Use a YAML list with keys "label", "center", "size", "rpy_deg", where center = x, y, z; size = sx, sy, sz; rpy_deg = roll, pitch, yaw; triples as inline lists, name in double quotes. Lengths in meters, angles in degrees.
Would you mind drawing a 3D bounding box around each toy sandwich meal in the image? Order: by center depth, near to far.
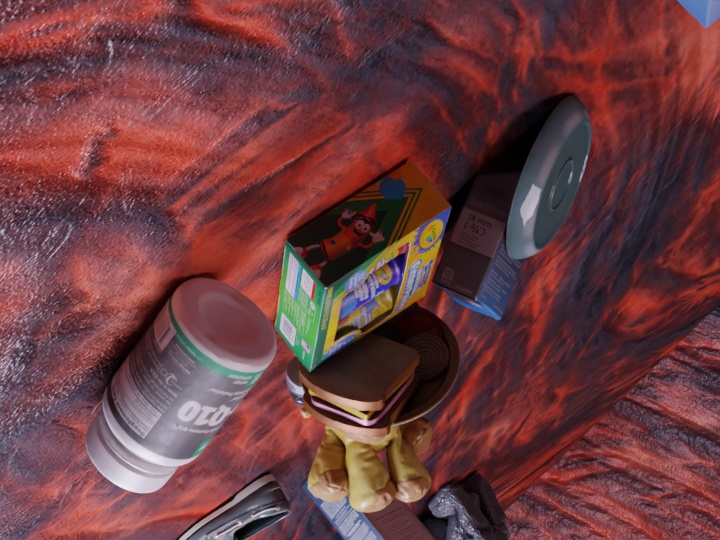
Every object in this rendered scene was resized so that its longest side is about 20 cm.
- label: "toy sandwich meal"
  center: [0.014, 0.095, 1.741]
  size: [0.204, 0.205, 0.071]
  rpy_deg: [-33, 140, -21]

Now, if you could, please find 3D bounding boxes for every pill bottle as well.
- label: "pill bottle"
  center: [-0.176, 0.113, 1.492]
  size: [0.113, 0.113, 0.200]
  rpy_deg: [-12, 146, -55]

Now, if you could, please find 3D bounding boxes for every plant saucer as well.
- label: "plant saucer"
  center: [0.223, -0.103, 1.803]
  size: [0.201, 0.027, 0.201]
  rpy_deg: [-54, 156, -36]

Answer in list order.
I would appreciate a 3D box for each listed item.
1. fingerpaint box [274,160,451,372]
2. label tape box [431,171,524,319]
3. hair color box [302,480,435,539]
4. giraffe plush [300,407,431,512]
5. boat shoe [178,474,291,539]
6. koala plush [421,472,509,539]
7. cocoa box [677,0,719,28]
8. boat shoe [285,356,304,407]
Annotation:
- label: "fingerpaint box"
  center: [0.000, 0.000, 1.645]
  size: [0.166, 0.073, 0.201]
  rpy_deg: [-33, 160, -22]
- label: "label tape box"
  center: [0.164, -0.055, 1.832]
  size: [0.202, 0.063, 0.144]
  rpy_deg: [-66, 161, -4]
- label: "hair color box"
  center: [0.017, 0.362, 2.286]
  size: [0.100, 0.200, 0.061]
  rpy_deg: [-13, 147, -53]
- label: "giraffe plush"
  center: [0.012, 0.177, 1.921]
  size: [0.171, 0.201, 0.163]
  rpy_deg: [-10, 148, -12]
- label: "boat shoe"
  center: [-0.181, 0.358, 2.105]
  size: [0.199, 0.062, 0.073]
  rpy_deg: [-37, 161, -12]
- label: "koala plush"
  center: [0.178, 0.531, 3.059]
  size: [0.199, 0.185, 0.177]
  rpy_deg: [-36, 164, 26]
- label: "cocoa box"
  center: [0.326, -0.343, 1.430]
  size: [0.133, 0.131, 0.200]
  rpy_deg: [-40, 161, -2]
- label: "boat shoe"
  center: [0.012, 0.117, 1.822]
  size: [0.197, 0.074, 0.068]
  rpy_deg: [-18, 142, -8]
